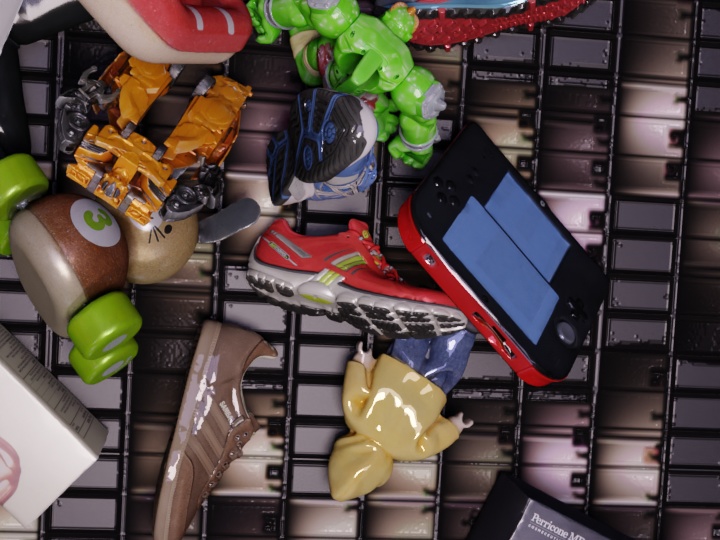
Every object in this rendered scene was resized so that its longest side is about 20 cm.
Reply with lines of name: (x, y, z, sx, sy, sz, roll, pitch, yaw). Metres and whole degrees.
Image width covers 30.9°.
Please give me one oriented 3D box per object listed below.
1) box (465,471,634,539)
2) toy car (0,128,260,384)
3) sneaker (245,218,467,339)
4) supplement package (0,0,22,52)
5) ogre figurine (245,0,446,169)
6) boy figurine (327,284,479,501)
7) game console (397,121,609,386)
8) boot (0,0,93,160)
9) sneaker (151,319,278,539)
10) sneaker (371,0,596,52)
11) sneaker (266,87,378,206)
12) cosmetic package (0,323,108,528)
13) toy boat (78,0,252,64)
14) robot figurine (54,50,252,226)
box: (0.179, 0.312, 1.160, 0.199, 0.104, 0.183, 28, 91, -9)
toy car: (-0.185, -0.036, 1.070, 0.199, 0.158, 0.165, -33, 81, -20)
sneaker: (0.000, 0.000, 1.103, 0.198, 0.077, 0.086, 15, 72, 14)
supplement package: (-0.377, -0.208, 0.962, 0.199, 0.147, 0.193, 24, 92, 1)
ogre figurine: (0.000, -0.168, 1.085, 0.098, 0.120, 0.201, -32, 95, -23)
boy figurine: (0.038, 0.118, 1.146, 0.124, 0.064, 0.201, 28, 91, -6)
game console: (0.127, -0.016, 1.112, 0.200, 0.031, 0.177, 49, 44, -9)
boot: (-0.274, -0.197, 1.078, 0.162, 0.073, 0.200, -28, 97, -8)
sneaker: (-0.126, 0.147, 1.122, 0.075, 0.070, 0.202, 14, 93, -10)
sneaker: (0.103, -0.253, 1.134, 0.198, 0.079, 0.096, -11, 73, -6)
sneaker: (-0.020, -0.102, 1.061, 0.076, 0.200, 0.077, -3, 85, -19)
cosmetic package: (-0.311, 0.104, 1.078, 0.087, 0.103, 0.200, -44, 97, -1)
toy boat: (-0.141, -0.242, 1.012, 0.131, 0.200, 0.131, 48, 111, 8)
robot figurine: (-0.163, -0.112, 1.040, 0.144, 0.201, 0.058, 34, 130, -8)
